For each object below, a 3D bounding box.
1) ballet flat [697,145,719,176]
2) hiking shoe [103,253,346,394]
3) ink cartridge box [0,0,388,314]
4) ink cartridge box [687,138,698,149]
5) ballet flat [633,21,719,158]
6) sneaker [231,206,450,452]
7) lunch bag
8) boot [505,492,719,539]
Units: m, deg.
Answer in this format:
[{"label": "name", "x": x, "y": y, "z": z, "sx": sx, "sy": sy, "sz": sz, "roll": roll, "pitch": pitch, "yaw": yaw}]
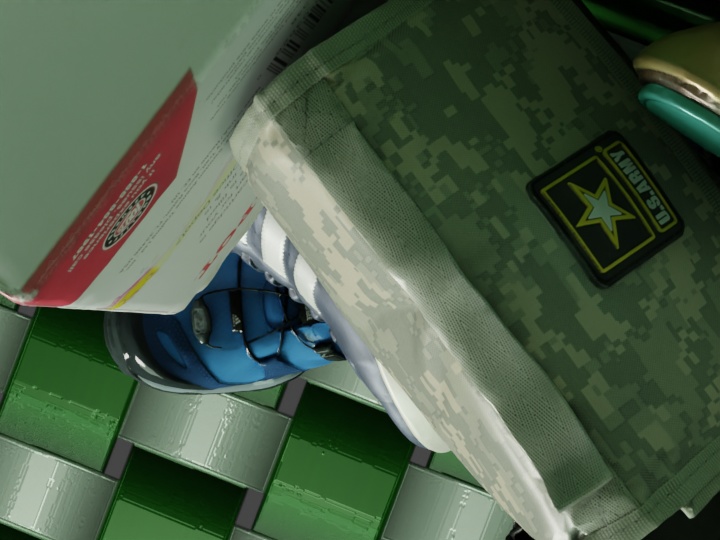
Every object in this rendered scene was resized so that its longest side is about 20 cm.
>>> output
[{"label": "ballet flat", "x": 0.144, "y": -0.041, "z": 0.878, "sx": 0.066, "sy": 0.057, "sz": 0.200, "roll": 20, "pitch": 180, "yaw": 13}, {"label": "hiking shoe", "x": 0.000, "y": 0.000, "z": 0.975, "sx": 0.198, "sy": 0.075, "sz": 0.087, "roll": -13, "pitch": 179, "yaw": -16}, {"label": "ink cartridge box", "x": -0.063, "y": -0.067, "z": 0.765, "sx": 0.085, "sy": 0.148, "sz": 0.200, "roll": 37, "pitch": -177, "yaw": 5}, {"label": "ink cartridge box", "x": 0.012, "y": -0.057, "z": 1.077, "sx": 0.199, "sy": 0.041, "sz": 0.199, "roll": -5, "pitch": -175, "yaw": -41}, {"label": "ballet flat", "x": 0.137, "y": -0.042, "z": 0.741, "sx": 0.068, "sy": 0.063, "sz": 0.200, "roll": 31, "pitch": 179, "yaw": 32}, {"label": "sneaker", "x": -0.024, "y": -0.020, "z": 0.917, "sx": 0.084, "sy": 0.201, "sz": 0.075, "roll": -26, "pitch": -178, "yaw": 32}, {"label": "lunch bag", "x": 0.053, "y": -0.003, "z": 0.768, "sx": 0.165, "sy": 0.117, "sz": 0.200, "roll": 54, "pitch": -166, "yaw": 3}, {"label": "boot", "x": 0.081, "y": 0.075, "z": 0.940, "sx": 0.138, "sy": 0.078, "sz": 0.199, "roll": -9, "pitch": -159, "yaw": -39}]
